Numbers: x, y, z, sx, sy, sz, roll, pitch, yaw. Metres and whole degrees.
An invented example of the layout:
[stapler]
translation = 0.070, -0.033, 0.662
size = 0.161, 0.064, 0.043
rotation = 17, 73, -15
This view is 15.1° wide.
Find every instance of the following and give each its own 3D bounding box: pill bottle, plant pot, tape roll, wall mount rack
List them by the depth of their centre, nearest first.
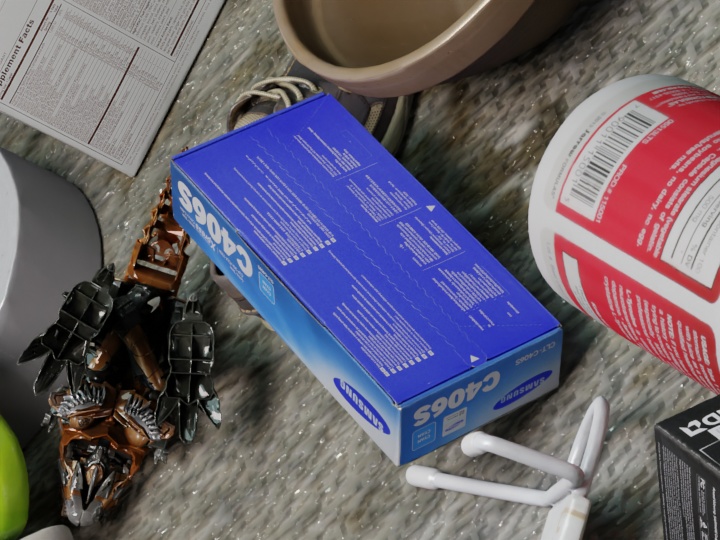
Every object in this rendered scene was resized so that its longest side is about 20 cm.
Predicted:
[pill bottle]
translation = 0.168, -0.002, 1.127
size = 0.200, 0.112, 0.113
rotation = 34, 95, 51
[wall mount rack]
translation = 0.047, 0.146, 1.215
size = 0.174, 0.074, 0.201
rotation = 115, 174, -78
[plant pot]
translation = 0.056, -0.169, 1.363
size = 0.201, 0.093, 0.202
rotation = -27, 50, 37
[tape roll]
translation = -0.242, 0.023, 1.605
size = 0.200, 0.066, 0.201
rotation = -27, 50, 37

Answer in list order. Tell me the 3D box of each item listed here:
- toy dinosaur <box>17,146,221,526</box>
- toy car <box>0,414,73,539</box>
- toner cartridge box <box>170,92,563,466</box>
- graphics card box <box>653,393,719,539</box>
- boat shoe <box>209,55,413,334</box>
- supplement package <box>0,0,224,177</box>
[toy dinosaur]
translation = -0.126, 0.037, 1.434
size = 0.136, 0.102, 0.201
rotation = -126, 33, -85
[toy car]
translation = -0.264, 0.143, 1.449
size = 0.200, 0.150, 0.175
rotation = -40, 75, 37
[toner cartridge box]
translation = 0.000, 0.000, 1.293
size = 0.095, 0.043, 0.200
rotation = -25, 50, -23
[graphics card box]
translation = 0.188, 0.142, 1.018
size = 0.051, 0.126, 0.200
rotation = -24, 33, -22
[boat shoe]
translation = -0.027, -0.068, 1.412
size = 0.074, 0.073, 0.201
rotation = -7, 64, 45
[supplement package]
translation = -0.219, -0.178, 1.588
size = 0.191, 0.200, 0.147
rotation = 26, 89, 51
